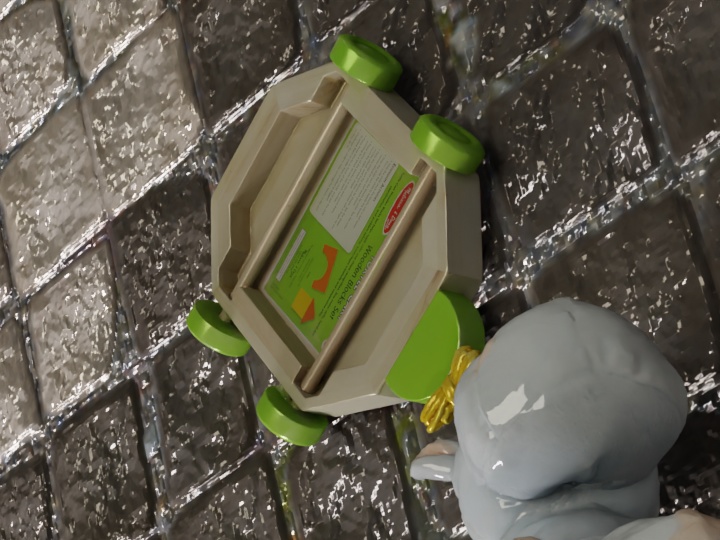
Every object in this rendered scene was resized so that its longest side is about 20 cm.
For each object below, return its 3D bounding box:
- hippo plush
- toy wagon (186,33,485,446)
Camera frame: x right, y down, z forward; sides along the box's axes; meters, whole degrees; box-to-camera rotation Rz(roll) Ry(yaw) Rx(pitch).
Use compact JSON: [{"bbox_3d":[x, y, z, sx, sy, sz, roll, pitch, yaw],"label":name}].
[{"bbox_3d":[0.098,0.101,0.738,0.201,0.158,0.162,86,-179,-49],"label":"hippo plush"},{"bbox_3d":[0.000,0.000,0.913,0.200,0.039,0.156,48,116,41],"label":"toy wagon"}]
